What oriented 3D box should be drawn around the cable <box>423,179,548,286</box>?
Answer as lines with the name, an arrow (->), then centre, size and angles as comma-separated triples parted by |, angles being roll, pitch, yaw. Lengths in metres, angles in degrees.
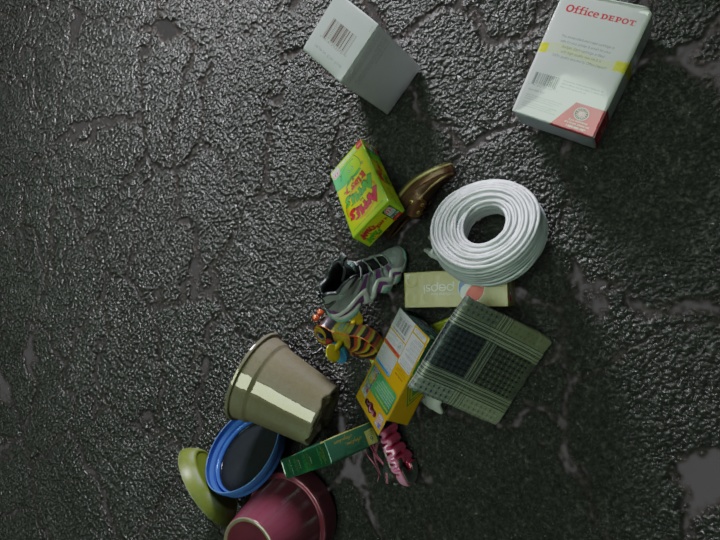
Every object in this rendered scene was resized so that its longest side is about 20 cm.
cable -> 0.219, -0.070, 0.909 | 0.200, 0.069, 0.200 | -43, 49, -1

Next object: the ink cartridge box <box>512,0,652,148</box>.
ink cartridge box -> 0.364, -0.327, 0.862 | 0.144, 0.083, 0.203 | 29, 102, 27

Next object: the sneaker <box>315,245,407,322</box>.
sneaker -> 0.000, 0.000, 0.998 | 0.200, 0.140, 0.078 | -44, 52, -9

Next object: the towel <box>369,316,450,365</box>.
towel -> 0.111, 0.167, 1.033 | 0.198, 0.018, 0.087 | -27, 81, 25

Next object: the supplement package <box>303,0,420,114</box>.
supplement package -> 0.008, -0.404, 1.000 | 0.117, 0.199, 0.118 | 45, 109, 22

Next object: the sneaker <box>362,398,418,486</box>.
sneaker -> 0.036, 0.335, 1.043 | 0.095, 0.078, 0.203 | -32, 72, 37

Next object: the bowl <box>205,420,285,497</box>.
bowl -> -0.251, 0.399, 1.154 | 0.198, 0.040, 0.202 | -24, 37, 19

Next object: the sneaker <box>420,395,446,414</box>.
sneaker -> 0.177, 0.182, 0.959 | 0.099, 0.078, 0.201 | 37, 118, 7

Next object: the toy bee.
toy bee -> -0.052, 0.133, 1.058 | 0.197, 0.132, 0.110 | -15, 119, 16

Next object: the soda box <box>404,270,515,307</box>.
soda box -> 0.181, 0.034, 0.968 | 0.197, 0.064, 0.069 | -3, 87, 29

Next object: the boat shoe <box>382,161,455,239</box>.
boat shoe -> 0.108, -0.133, 1.014 | 0.199, 0.072, 0.068 | -35, 77, 31

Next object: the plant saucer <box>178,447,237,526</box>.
plant saucer -> -0.339, 0.482, 1.191 | 0.031, 0.200, 0.201 | -36, 69, -4

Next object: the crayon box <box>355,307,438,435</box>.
crayon box -> 0.073, 0.188, 0.966 | 0.202, 0.051, 0.126 | -64, 28, 11

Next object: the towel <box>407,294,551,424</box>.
towel -> 0.207, 0.158, 0.904 | 0.198, 0.035, 0.194 | 26, 102, -18

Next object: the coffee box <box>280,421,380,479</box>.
coffee box -> -0.062, 0.354, 1.027 | 0.200, 0.122, 0.045 | -41, 65, 49

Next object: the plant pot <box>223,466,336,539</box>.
plant pot -> -0.176, 0.532, 1.082 | 0.197, 0.178, 0.204 | 1, 93, 27

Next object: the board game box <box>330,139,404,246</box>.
board game box -> 0.009, -0.157, 1.031 | 0.102, 0.047, 0.202 | -44, 43, 25

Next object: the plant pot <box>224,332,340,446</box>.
plant pot -> -0.150, 0.262, 1.091 | 0.182, 0.200, 0.203 | 25, 101, 17
